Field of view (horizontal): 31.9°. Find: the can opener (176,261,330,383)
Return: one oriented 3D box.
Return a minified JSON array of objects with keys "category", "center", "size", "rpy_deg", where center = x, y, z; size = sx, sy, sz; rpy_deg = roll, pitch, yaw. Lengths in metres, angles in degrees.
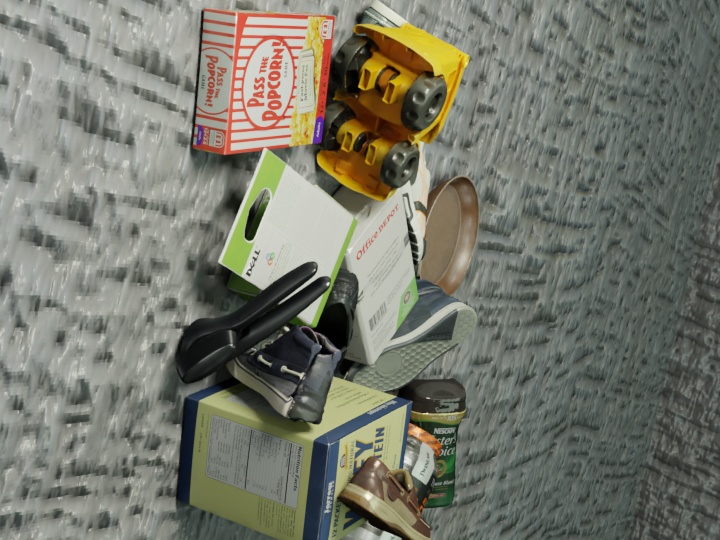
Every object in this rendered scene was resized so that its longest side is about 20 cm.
[{"category":"can opener","center":[-0.119,0.060,1.413],"size":[0.200,0.079,0.063],"rpy_deg":[-33,135,1]}]

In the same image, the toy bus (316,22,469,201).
[{"category":"toy bus","center":[0.053,-0.209,1.584],"size":[0.192,0.135,0.201],"rpy_deg":[-28,143,-55]}]

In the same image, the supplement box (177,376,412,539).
[{"category":"supplement box","center":[-0.076,0.214,1.504],"size":[0.200,0.199,0.135],"rpy_deg":[-18,119,-58]}]

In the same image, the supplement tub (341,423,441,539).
[{"category":"supplement tub","center":[0.036,0.326,1.843],"size":[0.201,0.122,0.123],"rpy_deg":[-62,150,-19]}]

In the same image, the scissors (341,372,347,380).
[{"category":"scissors","center":[-0.066,0.218,1.644],"size":[0.073,0.014,0.200],"rpy_deg":[-38,160,-53]}]

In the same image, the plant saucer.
[{"category":"plant saucer","center":[0.125,-0.050,1.934],"size":[0.200,0.034,0.201],"rpy_deg":[-35,131,-52]}]

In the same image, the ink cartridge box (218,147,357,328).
[{"category":"ink cartridge box","center":[-0.105,-0.040,1.472],"size":[0.200,0.076,0.148],"rpy_deg":[38,69,-50]}]

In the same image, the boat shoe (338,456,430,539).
[{"category":"boat shoe","center":[0.042,0.266,1.461],"size":[0.200,0.072,0.072],"rpy_deg":[46,65,-53]}]

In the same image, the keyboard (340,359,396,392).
[{"category":"keyboard","center":[0.025,0.126,1.846],"size":[0.200,0.021,0.128],"rpy_deg":[-11,106,-59]}]

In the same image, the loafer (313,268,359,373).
[{"category":"loafer","center":[-0.047,0.086,1.593],"size":[0.071,0.068,0.201],"rpy_deg":[-85,-170,-49]}]

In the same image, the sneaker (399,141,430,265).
[{"category":"sneaker","center":[0.068,-0.095,1.707],"size":[0.080,0.074,0.201],"rpy_deg":[-41,139,-32]}]

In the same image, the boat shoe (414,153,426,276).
[{"category":"boat shoe","center":[0.060,-0.081,1.790],"size":[0.067,0.057,0.201],"rpy_deg":[-100,-171,-58]}]

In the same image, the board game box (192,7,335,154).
[{"category":"board game box","center":[-0.106,-0.214,1.413],"size":[0.200,0.046,0.152],"rpy_deg":[-18,118,-58]}]

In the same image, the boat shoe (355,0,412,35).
[{"category":"boat shoe","center":[0.051,-0.292,1.662],"size":[0.062,0.073,0.200],"rpy_deg":[-54,152,5]}]

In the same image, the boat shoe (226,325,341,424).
[{"category":"boat shoe","center":[-0.085,0.101,1.444],"size":[0.074,0.200,0.093],"rpy_deg":[19,95,-34]}]

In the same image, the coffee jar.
[{"category":"coffee jar","center":[0.105,0.267,1.968],"size":[0.104,0.085,0.201],"rpy_deg":[0,105,-22]}]

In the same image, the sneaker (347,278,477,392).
[{"category":"sneaker","center":[0.045,0.087,1.778],"size":[0.202,0.146,0.077],"rpy_deg":[-30,127,-15]}]

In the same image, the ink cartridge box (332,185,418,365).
[{"category":"ink cartridge box","center":[0.000,0.000,1.670],"size":[0.146,0.084,0.201],"rpy_deg":[-52,144,-38]}]
